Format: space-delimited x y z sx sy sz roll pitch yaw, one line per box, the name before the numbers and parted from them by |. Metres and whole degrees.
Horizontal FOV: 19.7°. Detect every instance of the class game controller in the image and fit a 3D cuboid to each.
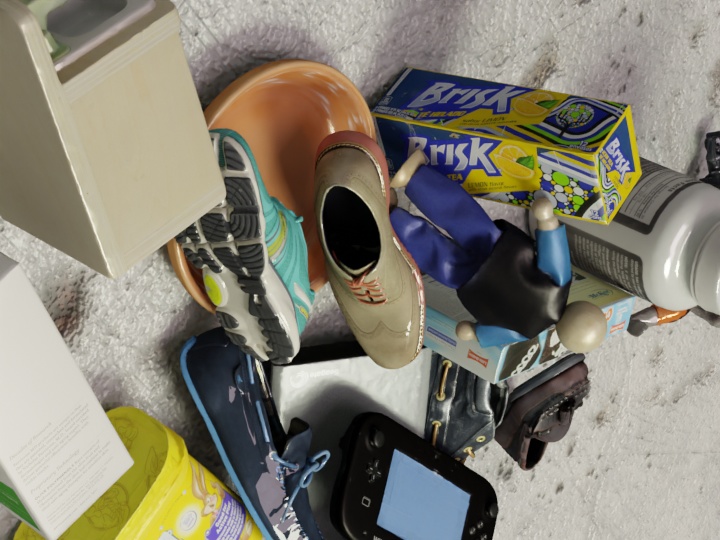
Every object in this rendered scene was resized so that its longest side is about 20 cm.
game controller | 0.045 0.190 1.651 0.200 0.042 0.105 35 53 -44

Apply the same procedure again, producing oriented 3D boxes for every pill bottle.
pill bottle | 0.248 -0.032 1.755 0.110 0.200 0.111 -24 127 -37

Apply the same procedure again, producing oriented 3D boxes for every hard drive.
hard drive | -0.017 0.152 1.667 0.139 0.033 0.201 -6 114 -24

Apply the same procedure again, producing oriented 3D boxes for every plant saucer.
plant saucer | -0.070 -0.061 1.530 0.200 0.037 0.201 -24 126 -38

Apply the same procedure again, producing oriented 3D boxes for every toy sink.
toy sink | -0.181 -0.120 1.313 0.112 0.130 0.201 -38 132 -27

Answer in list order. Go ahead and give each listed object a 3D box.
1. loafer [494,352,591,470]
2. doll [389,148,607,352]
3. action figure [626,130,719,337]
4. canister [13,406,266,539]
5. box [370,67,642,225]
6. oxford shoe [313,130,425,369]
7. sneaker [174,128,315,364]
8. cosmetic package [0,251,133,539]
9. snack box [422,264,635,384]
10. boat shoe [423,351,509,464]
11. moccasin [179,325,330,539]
loafer | 0.159 0.121 1.759 0.072 0.063 0.200 -27 171 -18
doll | 0.103 -0.007 1.565 0.137 0.200 0.048 -54 177 29
action figure | 0.295 -0.026 1.918 0.193 0.104 0.201 4 80 -54
canister | -0.149 0.211 1.547 0.149 0.086 0.200 -55 140 -11
box | 0.108 -0.097 1.570 0.064 0.199 0.070 -51 140 -35
oxford shoe | 0.000 0.000 1.536 0.075 0.070 0.201 -76 152 -56
sneaker | -0.080 -0.025 1.472 0.080 0.077 0.201 -60 147 -38
cosmetic package | -0.241 0.070 1.361 0.085 0.107 0.201 -44 134 -21
snack box | 0.125 0.031 1.700 0.200 0.116 0.037 -17 128 -49
boat shoe | 0.074 0.144 1.728 0.071 0.090 0.201 -55 147 -56
moccasin | -0.066 0.133 1.545 0.068 0.081 0.201 -25 108 4
